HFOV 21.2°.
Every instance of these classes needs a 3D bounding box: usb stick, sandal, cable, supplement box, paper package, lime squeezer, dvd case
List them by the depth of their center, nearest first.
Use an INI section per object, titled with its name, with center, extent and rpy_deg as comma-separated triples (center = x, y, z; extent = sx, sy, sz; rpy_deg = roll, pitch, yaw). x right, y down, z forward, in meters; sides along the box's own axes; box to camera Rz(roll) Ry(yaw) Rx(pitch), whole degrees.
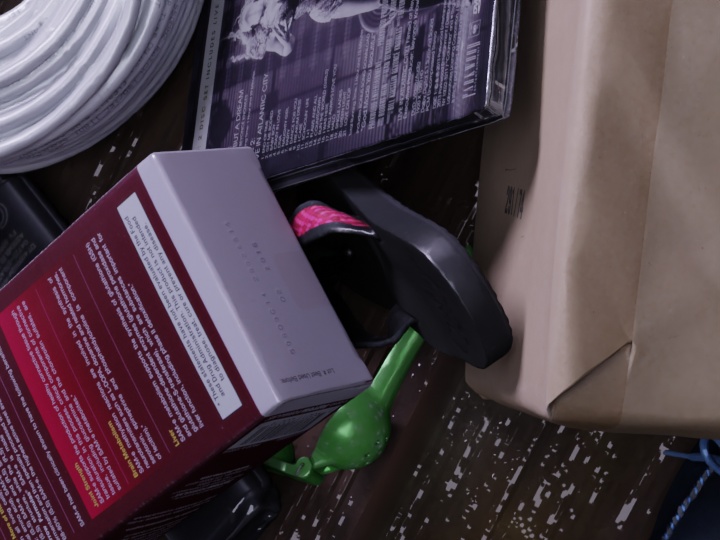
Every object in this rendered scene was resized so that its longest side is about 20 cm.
[paper package]
center = 0.106, -0.037, 0.705
extent = 0.103, 0.200, 0.191
rpy_deg = 5, 90, -5
[sandal]
center = 0.000, 0.000, 0.737
extent = 0.045, 0.200, 0.075
rpy_deg = -35, 107, -7
[dvd case]
center = -0.005, -0.109, 0.746
extent = 0.200, 0.016, 0.149
rpy_deg = -13, 66, 51
[supplement box]
center = -0.100, 0.050, 0.758
extent = 0.200, 0.061, 0.109
rpy_deg = -37, 74, 33
[usb stick]
center = -0.107, 0.041, 0.822
extent = 0.200, 0.033, 0.055
rpy_deg = 49, 115, 20
[cable]
center = -0.163, -0.140, 0.824
extent = 0.200, 0.069, 0.200
rpy_deg = 38, 96, 15
[lime squeezer]
center = -0.032, 0.060, 0.824
extent = 0.199, 0.038, 0.071
rpy_deg = -23, 86, 12

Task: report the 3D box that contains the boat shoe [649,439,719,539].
[boat shoe]
center = 0.175, 0.067, 0.764
extent = 0.084, 0.069, 0.200
rpy_deg = 33, 97, 10
